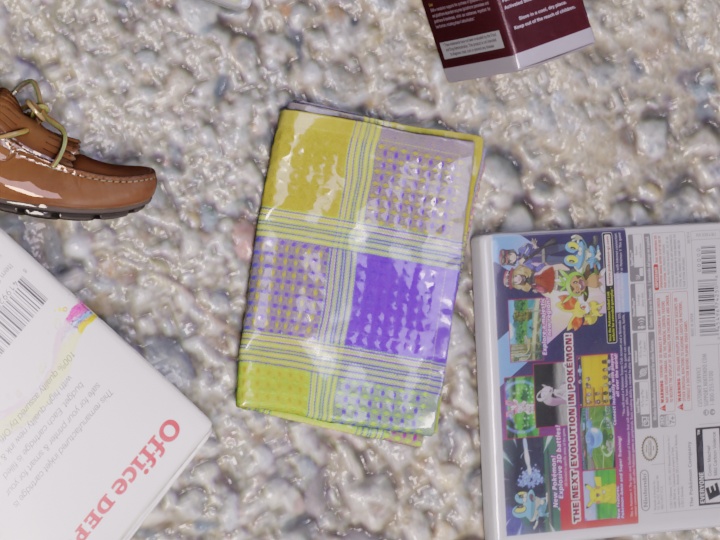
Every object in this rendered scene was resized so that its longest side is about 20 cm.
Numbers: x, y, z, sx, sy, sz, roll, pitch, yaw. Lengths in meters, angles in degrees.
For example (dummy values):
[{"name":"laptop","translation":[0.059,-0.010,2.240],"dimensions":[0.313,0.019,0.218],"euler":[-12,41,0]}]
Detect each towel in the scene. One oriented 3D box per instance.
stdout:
[{"name":"towel","translation":[0.000,0.000,1.613],"dimensions":[0.143,0.023,0.201],"euler":[13,85,-22]}]

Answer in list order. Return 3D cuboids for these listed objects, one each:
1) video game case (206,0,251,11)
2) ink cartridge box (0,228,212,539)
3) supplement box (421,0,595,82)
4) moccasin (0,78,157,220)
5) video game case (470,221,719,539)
[{"name":"video game case","translation":[-0.124,-0.280,1.567],"dimensions":[0.181,0.022,0.201],"euler":[18,82,-20]},{"name":"ink cartridge box","translation":[-0.207,0.079,1.497],"dimensions":[0.200,0.085,0.145],"euler":[43,76,-15]},{"name":"supplement box","translation":[0.069,-0.222,1.596],"dimensions":[0.061,0.109,0.201],"euler":[-21,98,-21]},{"name":"moccasin","translation":[-0.214,-0.077,1.507],"dimensions":[0.201,0.074,0.078],"euler":[15,92,-11]},{"name":"video game case","translation":[0.161,0.072,1.677],"dimensions":[0.181,0.023,0.201],"euler":[-3,92,-22]}]
